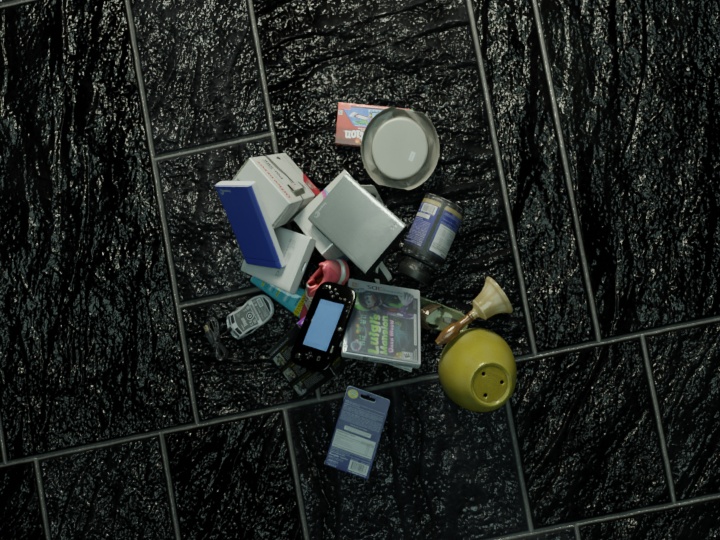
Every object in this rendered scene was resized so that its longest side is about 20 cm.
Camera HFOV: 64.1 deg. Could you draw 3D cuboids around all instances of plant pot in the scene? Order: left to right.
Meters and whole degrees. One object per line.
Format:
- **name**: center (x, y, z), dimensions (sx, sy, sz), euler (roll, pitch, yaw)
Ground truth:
- **plant pot**: center (0.292, 0.251, 1.374), dimensions (0.192, 0.142, 0.208), euler (0, 94, -1)

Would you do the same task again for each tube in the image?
- **tube**: center (-0.184, 0.060, 1.456), dimensions (0.197, 0.050, 0.079), euler (33, 96, -3)

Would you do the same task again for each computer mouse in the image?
- **computer mouse**: center (-0.299, 0.134, 1.456), dimensions (0.196, 0.044, 0.112), euler (-30, 83, 6)

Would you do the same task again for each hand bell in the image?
- **hand bell**: center (0.264, 0.119, 1.406), dimensions (0.198, 0.104, 0.105), euler (-37, 88, -2)

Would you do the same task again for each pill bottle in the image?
- **pill bottle**: center (0.169, -0.074, 1.414), dimensions (0.109, 0.112, 0.205), euler (25, 89, 2)

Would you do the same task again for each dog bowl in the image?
- **dog bowl**: center (0.098, -0.302, 1.432), dimensions (0.192, 0.059, 0.208), euler (1, 101, 3)

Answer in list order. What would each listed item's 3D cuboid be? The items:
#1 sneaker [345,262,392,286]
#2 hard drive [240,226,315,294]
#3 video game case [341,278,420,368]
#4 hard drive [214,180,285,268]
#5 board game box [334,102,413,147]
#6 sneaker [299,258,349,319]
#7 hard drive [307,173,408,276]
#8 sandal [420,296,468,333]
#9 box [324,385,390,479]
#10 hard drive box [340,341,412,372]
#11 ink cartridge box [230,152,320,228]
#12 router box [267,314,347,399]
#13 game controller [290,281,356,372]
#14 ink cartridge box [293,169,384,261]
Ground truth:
- **sneaker**: center (0.000, 0.000, 1.381), dimensions (0.111, 0.201, 0.073), euler (-42, 49, -3)
- **hard drive**: center (-0.199, -0.035, 1.372), dimensions (0.197, 0.026, 0.136), euler (20, 86, 41)
- **video game case**: center (0.050, 0.117, 1.308), dimensions (0.175, 0.024, 0.205), euler (9, 51, -6)
- **hard drive**: center (-0.250, -0.104, 1.310), dimensions (0.025, 0.129, 0.205), euler (-40, 125, -38)
- **board game box**: center (0.035, -0.367, 1.473), dimensions (0.192, 0.019, 0.107), euler (5, 90, 2)
- **sneaker**: center (-0.108, 0.051, 1.378), dimensions (0.074, 0.085, 0.203), euler (50, 120, 36)
- **hard drive**: center (-0.008, -0.105, 1.296), dimensions (0.199, 0.033, 0.140), euler (42, 88, 22)
- **sandal**: center (0.177, 0.113, 1.433), dimensions (0.194, 0.057, 0.083), euler (11, 93, -1)
- **box**: center (-0.006, 0.403, 1.443), dimensions (0.117, 0.032, 0.207), euler (18, 90, 2)
- **hard drive box**: center (0.039, 0.167, 1.388), dimensions (0.194, 0.156, 0.079), euler (18, 88, 1)
- **ink cartridge box**: center (-0.196, -0.195, 1.376), dimensions (0.147, 0.200, 0.083), euler (46, 112, 1)
- **router box**: center (-0.132, 0.210, 1.378), dimensions (0.051, 0.200, 0.151), euler (-36, 86, -40)
- **game controller**: center (-0.079, 0.123, 1.270), dimensions (0.101, 0.042, 0.205), euler (8, 65, 31)
- **ink cartridge box**: center (-0.039, -0.128, 1.399), dimensions (0.199, 0.129, 0.126), euler (-43, 67, -1)
